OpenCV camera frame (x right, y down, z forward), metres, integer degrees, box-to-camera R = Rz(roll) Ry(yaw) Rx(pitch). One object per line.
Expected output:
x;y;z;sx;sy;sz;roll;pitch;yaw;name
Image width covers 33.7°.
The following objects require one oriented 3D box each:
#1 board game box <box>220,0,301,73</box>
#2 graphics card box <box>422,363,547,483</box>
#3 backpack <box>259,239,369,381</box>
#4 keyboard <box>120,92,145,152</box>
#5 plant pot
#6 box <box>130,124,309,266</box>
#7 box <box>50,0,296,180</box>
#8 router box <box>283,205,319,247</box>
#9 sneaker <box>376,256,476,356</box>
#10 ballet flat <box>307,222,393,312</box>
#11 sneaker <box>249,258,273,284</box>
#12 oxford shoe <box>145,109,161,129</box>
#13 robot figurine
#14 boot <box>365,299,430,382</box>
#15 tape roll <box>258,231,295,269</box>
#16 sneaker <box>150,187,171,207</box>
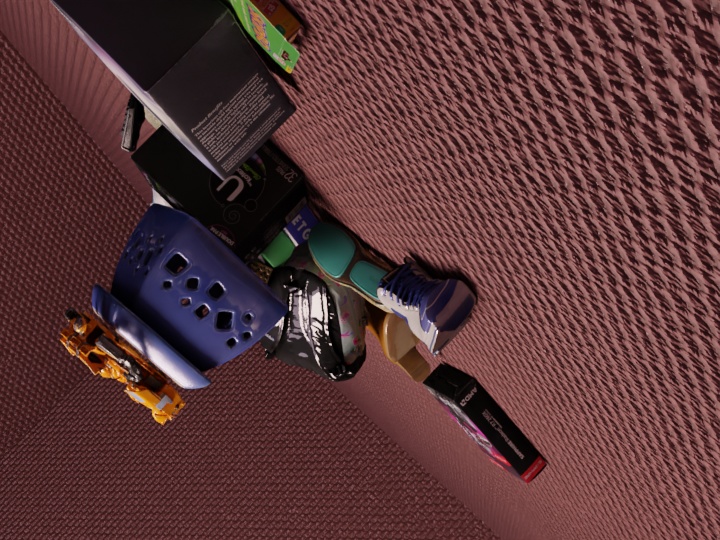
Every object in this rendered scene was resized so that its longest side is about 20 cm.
-0.124;-0.272;1.116;0.200;0.030;0.096;49;172;-5;board game box
0.194;0.240;1.872;0.200;0.051;0.125;50;170;-21;graphics card box
-0.066;0.051;1.773;0.165;0.127;0.201;13;130;20;backpack
-0.308;-0.230;1.636;0.201;0.020;0.128;-88;9;-51;keyboard
-0.249;0.042;1.647;0.200;0.180;0.200;45;170;-23;plant pot
-0.194;-0.128;1.670;0.200;0.149;0.124;41;171;10;box
-0.198;-0.232;1.251;0.200;0.123;0.199;44;176;28;box
-0.127;-0.090;1.856;0.179;0.049;0.200;37;167;45;router box
0.070;0.038;1.440;0.115;0.081;0.200;41;172;9;sneaker
0.000;0.000;1.656;0.200;0.071;0.071;37;168;41;ballet flat
-0.216;-0.023;1.820;0.200;0.067;0.090;36;174;-19;sneaker
-0.300;-0.257;1.868;0.200;0.074;0.058;83;177;-73;oxford shoe
-0.327;0.128;1.612;0.145;0.058;0.200;30;166;44;robot figurine
0.036;0.079;1.822;0.144;0.071;0.202;47;169;35;boot
-0.182;-0.076;1.857;0.200;0.048;0.201;44;170;9;tape roll
-0.284;-0.176;1.784;0.072;0.202;0.072;16;-166;31;sneaker
